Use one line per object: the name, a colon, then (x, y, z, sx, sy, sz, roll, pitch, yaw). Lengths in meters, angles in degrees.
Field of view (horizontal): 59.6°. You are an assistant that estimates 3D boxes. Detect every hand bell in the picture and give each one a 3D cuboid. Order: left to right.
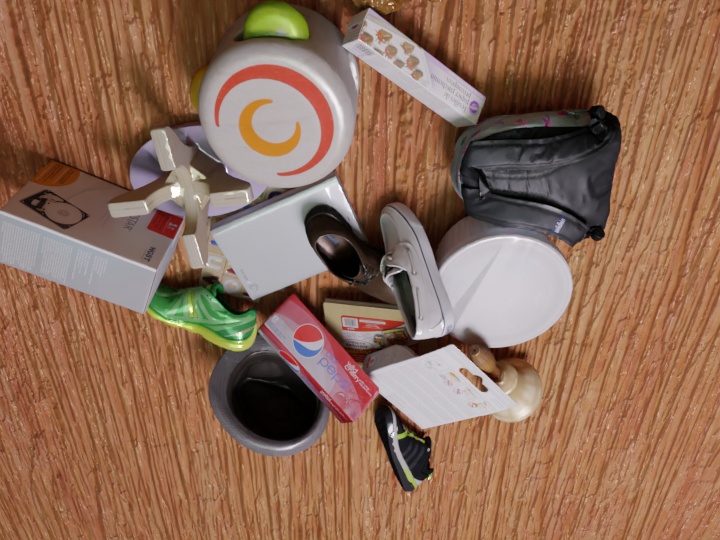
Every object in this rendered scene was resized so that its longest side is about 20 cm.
hand bell: (0.200, 0.153, 0.946, 0.102, 0.106, 0.200, -26, 145, 17)

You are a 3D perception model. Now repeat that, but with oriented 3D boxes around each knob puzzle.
knob puzzle: (0.036, 0.121, 1.016, 0.213, 0.031, 0.223, 7, 133, 8)

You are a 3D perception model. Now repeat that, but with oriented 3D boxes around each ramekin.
ramekin: (0.192, 0.005, 0.896, 0.196, 0.095, 0.206, 0, 129, 0)

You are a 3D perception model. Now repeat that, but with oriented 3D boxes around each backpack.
backpack: (0.214, -0.125, 0.802, 0.194, 0.127, 0.172, 0, 108, 1)

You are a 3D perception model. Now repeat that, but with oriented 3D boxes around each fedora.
fedora: (-0.145, 0.210, 1.017, 0.197, 0.179, 0.091, 28, 150, 2)

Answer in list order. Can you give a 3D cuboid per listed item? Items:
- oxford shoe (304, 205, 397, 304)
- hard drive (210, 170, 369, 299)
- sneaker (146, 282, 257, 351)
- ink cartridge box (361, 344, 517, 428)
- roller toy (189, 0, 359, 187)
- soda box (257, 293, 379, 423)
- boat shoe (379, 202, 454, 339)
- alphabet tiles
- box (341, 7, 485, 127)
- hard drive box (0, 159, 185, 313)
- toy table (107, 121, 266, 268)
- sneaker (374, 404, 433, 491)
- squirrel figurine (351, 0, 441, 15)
oxford shoe: (0.000, 0.000, 0.880, 0.198, 0.085, 0.073, 34, 113, -26)
hard drive: (-0.098, -0.046, 0.908, 0.196, 0.027, 0.134, -22, 122, 10)
sneaker: (-0.246, 0.052, 0.960, 0.196, 0.074, 0.085, 22, 97, -4)
ink cartridge box: (0.118, 0.167, 0.966, 0.162, 0.051, 0.198, 42, 135, -22)
roller toy: (-0.093, -0.206, 0.747, 0.181, 0.142, 0.199, 37, 125, -26)
soda box: (-0.064, 0.136, 0.958, 0.200, 0.070, 0.063, 47, 155, -3)
boat shoe: (0.060, -0.004, 0.844, 0.064, 0.203, 0.074, -9, 150, -26)
alphabet tiles: (-0.175, -0.045, 0.930, 0.163, 0.008, 0.203, 16, 121, -9)
box: (0.067, -0.235, 0.747, 0.197, 0.041, 0.040, 25, 84, -32)
hard drive box: (-0.353, -0.048, 0.843, 0.196, 0.157, 0.078, 22, 120, -14)
toy table: (-0.218, -0.113, 0.815, 0.195, 0.118, 0.187, -16, 119, 11)
sneaker: (0.084, 0.307, 1.128, 0.081, 0.072, 0.204, -25, 123, -12)
squirrel figurine: (0.040, -0.381, 0.658, 0.185, 0.143, 0.200, -34, 131, 9)
